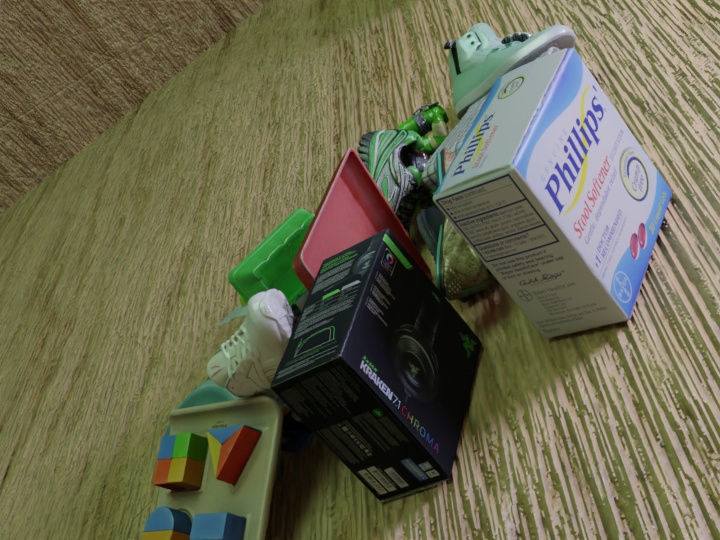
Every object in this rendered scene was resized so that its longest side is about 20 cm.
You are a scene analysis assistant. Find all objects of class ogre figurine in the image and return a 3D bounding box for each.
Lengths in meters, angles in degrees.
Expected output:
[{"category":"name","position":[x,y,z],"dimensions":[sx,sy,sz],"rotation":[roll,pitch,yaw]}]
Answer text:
[{"category":"ogre figurine","position":[0.069,-0.140,1.539],"dimensions":[0.119,0.098,0.202],"rotation":[-20,62,16]}]

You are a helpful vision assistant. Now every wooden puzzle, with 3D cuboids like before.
[{"category":"wooden puzzle","position":[-0.164,0.236,1.187],"dimensions":[0.184,0.046,0.202],"rotation":[-14,64,42]}]

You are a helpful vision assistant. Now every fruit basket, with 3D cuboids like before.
[{"category":"fruit basket","position":[-0.095,0.006,1.411],"dimensions":[0.185,0.094,0.200],"rotation":[-45,1,-20]}]

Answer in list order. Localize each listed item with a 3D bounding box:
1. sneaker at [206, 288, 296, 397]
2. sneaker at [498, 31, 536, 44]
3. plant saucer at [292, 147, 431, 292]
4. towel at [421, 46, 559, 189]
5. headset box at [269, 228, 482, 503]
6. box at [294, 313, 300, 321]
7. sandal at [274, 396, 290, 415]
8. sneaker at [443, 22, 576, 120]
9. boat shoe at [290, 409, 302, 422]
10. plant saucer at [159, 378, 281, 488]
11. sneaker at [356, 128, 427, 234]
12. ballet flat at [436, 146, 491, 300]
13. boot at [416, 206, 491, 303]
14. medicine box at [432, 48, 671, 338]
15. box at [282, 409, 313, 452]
[{"category":"sneaker","position":[-0.109,0.088,1.157],"dimensions":[0.098,0.201,0.079],"rotation":[-14,62,-8]},{"category":"sneaker","position":[0.222,-0.297,1.586],"dimensions":[0.079,0.078,0.199],"rotation":[-13,22,-35]},{"category":"plant saucer","position":[0.000,0.000,1.261],"dimensions":[0.036,0.200,0.201],"rotation":[-17,33,30]},{"category":"towel","position":[0.180,-0.168,1.407],"dimensions":[0.165,0.086,0.200],"rotation":[-32,14,39]},{"category":"headset box","position":[0.024,0.087,1.113],"dimensions":[0.092,0.174,0.201],"rotation":[-25,27,33]},{"category":"box","position":[-0.054,0.015,1.482],"dimensions":[0.110,0.035,0.200],"rotation":[-28,19,47]},{"category":"sandal","position":[-0.115,0.142,1.299],"dimensions":[0.208,0.059,0.079],"rotation":[-55,27,-18]},{"category":"sneaker","position":[0.189,-0.297,1.507],"dimensions":[0.200,0.073,0.119],"rotation":[-31,62,39]},{"category":"boat shoe","position":[-0.024,0.084,1.280],"dimensions":[0.071,0.069,0.202],"rotation":[-34,39,49]},{"category":"plant saucer","position":[-0.167,0.205,1.264],"dimensions":[0.199,0.036,0.202],"rotation":[-21,59,38]},{"category":"sneaker","position":[0.043,-0.089,1.432],"dimensions":[0.084,0.078,0.202],"rotation":[-10,72,28]},{"category":"ballet flat","position":[0.115,-0.053,1.238],"dimensions":[0.064,0.071,0.202],"rotation":[-4,55,8]},{"category":"boot","position":[0.167,-0.074,1.294],"dimensions":[0.200,0.066,0.165],"rotation":[-41,35,15]},{"category":"medicine box","position":[0.190,-0.072,1.095],"dimensions":[0.102,0.200,0.183],"rotation":[-16,34,44]},{"category":"box","position":[-0.055,0.124,1.348],"dimensions":[0.121,0.032,0.201],"rotation":[-4,45,55]}]
